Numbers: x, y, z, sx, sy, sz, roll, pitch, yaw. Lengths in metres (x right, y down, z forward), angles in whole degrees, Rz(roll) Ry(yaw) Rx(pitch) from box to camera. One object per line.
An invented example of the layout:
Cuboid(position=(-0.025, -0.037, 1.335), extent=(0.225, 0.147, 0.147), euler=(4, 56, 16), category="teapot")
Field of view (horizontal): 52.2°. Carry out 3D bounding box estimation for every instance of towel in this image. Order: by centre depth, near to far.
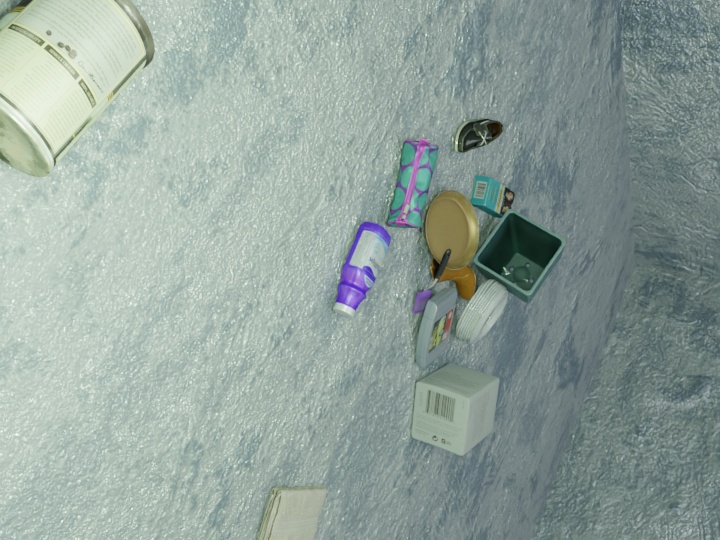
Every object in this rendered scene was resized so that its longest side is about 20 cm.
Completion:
Cuboid(position=(-0.140, 0.526, 1.560), extent=(0.199, 0.034, 0.134), euler=(23, 82, -58), category="towel")

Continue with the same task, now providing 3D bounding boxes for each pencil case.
Cuboid(position=(0.118, -0.192, 1.661), extent=(0.092, 0.084, 0.203), euler=(8, 94, -86), category="pencil case")

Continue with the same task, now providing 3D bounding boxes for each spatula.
Cuboid(position=(0.183, 0.027, 1.838), extent=(0.056, 0.021, 0.201), euler=(-10, 137, -42), category="spatula")

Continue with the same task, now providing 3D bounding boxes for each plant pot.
Cuboid(position=(0.228, -0.102, 1.869), extent=(0.198, 0.027, 0.203), euler=(3, 85, -41), category="plant pot")
Cuboid(position=(0.470, -0.022, 2.160), extent=(0.197, 0.195, 0.200), euler=(-53, 157, -8), category="plant pot")

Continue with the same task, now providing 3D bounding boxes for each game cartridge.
Cuboid(position=(0.196, 0.153, 1.925), extent=(0.133, 0.041, 0.202), euler=(-27, 133, -46), category="game cartridge")

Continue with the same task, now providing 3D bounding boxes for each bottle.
Cuboid(position=(0.000, 0.000, 1.562), extent=(0.084, 0.065, 0.202), euler=(46, 63, -55), category="bottle")

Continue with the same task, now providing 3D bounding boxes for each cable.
Cuboid(position=(0.346, 0.121, 2.099), extent=(0.200, 0.069, 0.201), euler=(-45, 157, -30), category="cable")

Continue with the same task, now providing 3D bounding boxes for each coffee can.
Cuboid(position=(-0.355, -0.231, 0.845), extent=(0.201, 0.145, 0.147), euler=(-59, 144, -26), category="coffee can")

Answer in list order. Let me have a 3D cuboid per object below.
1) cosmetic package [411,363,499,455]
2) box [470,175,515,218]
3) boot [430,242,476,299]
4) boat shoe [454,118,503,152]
Cuboid(position=(0.261, 0.375, 2.014), extent=(0.199, 0.163, 0.167), euler=(-15, 114, -53), category="cosmetic package")
Cuboid(position=(0.379, -0.207, 2.099), extent=(0.199, 0.049, 0.083), euler=(13, 90, -58), category="box")
Cuboid(position=(0.241, 0.009, 1.955), extent=(0.143, 0.070, 0.204), euler=(-31, 123, -42), category="boot")
Cuboid(position=(0.308, -0.355, 1.921), extent=(0.199, 0.067, 0.073), euler=(-32, 129, -47), category="boat shoe")
